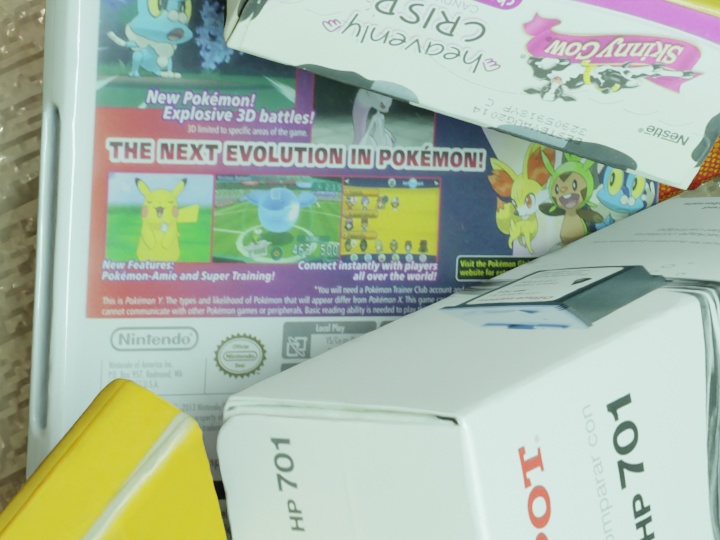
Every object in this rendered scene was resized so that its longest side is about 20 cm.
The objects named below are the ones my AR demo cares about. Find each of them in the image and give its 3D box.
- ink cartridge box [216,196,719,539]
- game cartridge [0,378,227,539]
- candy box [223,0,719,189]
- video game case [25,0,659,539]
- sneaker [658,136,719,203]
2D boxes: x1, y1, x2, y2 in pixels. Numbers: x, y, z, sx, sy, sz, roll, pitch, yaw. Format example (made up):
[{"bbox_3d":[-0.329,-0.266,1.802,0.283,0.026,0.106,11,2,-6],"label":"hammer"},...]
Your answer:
[{"bbox_3d":[0.067,0.075,0.762,0.200,0.086,0.147,-24,109,-47],"label":"ink cartridge box"},{"bbox_3d":[-0.099,0.146,0.692,0.032,0.176,0.200,30,62,23],"label":"game cartridge"},{"bbox_3d":[0.034,-0.124,0.791,0.136,0.061,0.200,16,40,-16],"label":"candy box"},{"bbox_3d":[0.000,0.000,0.800,0.200,0.023,0.182,0,95,-32],"label":"video game case"},{"bbox_3d":[0.118,-0.067,0.894,0.200,0.077,0.073,-21,82,-23],"label":"sneaker"}]
